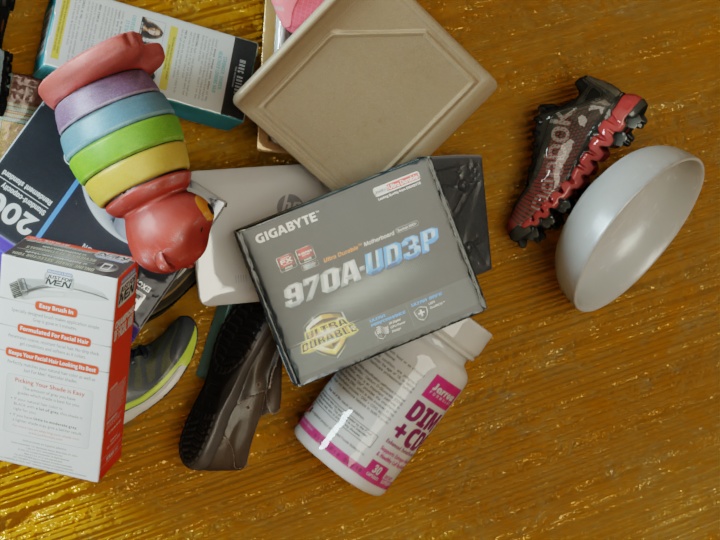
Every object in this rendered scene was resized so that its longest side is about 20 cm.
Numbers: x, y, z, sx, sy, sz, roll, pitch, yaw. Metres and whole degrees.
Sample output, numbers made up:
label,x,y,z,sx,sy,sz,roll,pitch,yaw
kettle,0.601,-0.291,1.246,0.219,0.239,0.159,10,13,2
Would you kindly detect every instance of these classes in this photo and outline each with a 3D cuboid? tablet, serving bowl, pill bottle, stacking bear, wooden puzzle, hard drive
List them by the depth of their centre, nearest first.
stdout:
label,x,y,z,sx,sy,sz,roll,pitch,yaw
stacking bear,-0.196,-0.093,1.457,0.114,0.121,0.200,-26,87,7
wooden puzzle,0.005,-0.170,1.549,0.185,0.037,0.200,-45,122,9
tablet,-0.067,-0.038,1.588,0.200,0.014,0.130,-5,86,-23
pill bottle,0.035,0.115,1.642,0.113,0.113,0.200,36,92,-20
hard drive,0.035,-0.046,1.671,0.200,0.042,0.135,-10,100,-24
serving bowl,0.268,-0.054,1.711,0.200,0.200,0.066,-43,64,-11

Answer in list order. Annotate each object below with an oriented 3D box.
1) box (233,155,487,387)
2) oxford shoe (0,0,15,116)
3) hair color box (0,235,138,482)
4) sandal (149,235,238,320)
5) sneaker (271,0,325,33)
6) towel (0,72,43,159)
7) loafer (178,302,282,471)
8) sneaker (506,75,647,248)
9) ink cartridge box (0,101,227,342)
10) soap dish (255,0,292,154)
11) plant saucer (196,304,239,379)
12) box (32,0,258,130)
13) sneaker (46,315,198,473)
label,x,y,z,sx,sy,sz,roll,pitch,yaw
box,0.000,0.000,1.554,0.200,0.046,0.159,-21,96,-7
oxford shoe,-0.358,-0.246,1.500,0.084,0.073,0.200,6,85,-2
hair color box,-0.268,0.080,1.484,0.111,0.064,0.200,12,111,9
sandal,-0.187,0.003,1.586,0.200,0.082,0.055,-39,90,-11
sneaker,0.002,-0.282,1.552,0.200,0.074,0.087,-22,116,-14
towel,-0.301,-0.081,1.563,0.146,0.022,0.200,9,92,-21
loafer,-0.110,0.108,1.615,0.071,0.073,0.200,27,89,-34
sneaker,0.208,-0.119,1.720,0.098,0.071,0.201,40,101,12
ink cartridge box,-0.259,-0.035,1.519,0.198,0.043,0.200,33,83,0
soap dish,-0.027,-0.212,1.618,0.157,0.081,0.200,2,94,-21
plant saucer,-0.102,0.021,1.648,0.070,0.019,0.200,18,88,-21
box,-0.203,-0.200,1.563,0.200,0.049,0.082,15,77,-21
sneaker,-0.241,0.105,1.572,0.200,0.074,0.081,-40,106,-9
